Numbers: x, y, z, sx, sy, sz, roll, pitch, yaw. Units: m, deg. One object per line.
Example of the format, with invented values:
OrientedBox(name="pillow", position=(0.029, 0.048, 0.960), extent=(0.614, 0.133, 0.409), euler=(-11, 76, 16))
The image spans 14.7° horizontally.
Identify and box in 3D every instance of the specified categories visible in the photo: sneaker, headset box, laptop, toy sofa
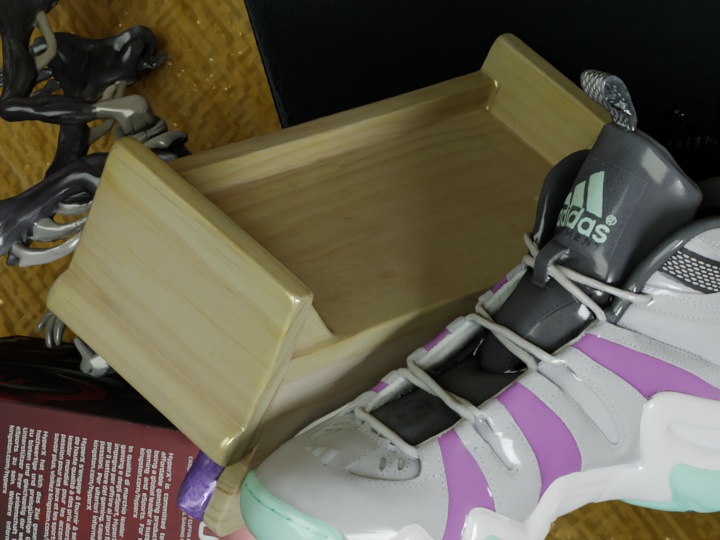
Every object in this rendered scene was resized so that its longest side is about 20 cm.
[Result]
OrientedBox(name="sneaker", position=(0.053, 0.010, 0.821), extent=(0.078, 0.200, 0.140), euler=(31, 123, 43))
OrientedBox(name="headset box", position=(-0.073, 0.076, 0.970), extent=(0.200, 0.149, 0.075), euler=(8, 96, 24))
OrientedBox(name="laptop", position=(0.057, -0.135, 0.974), extent=(0.187, 0.116, 0.200), euler=(-3, 65, 23))
OrientedBox(name="toy sofa", position=(0.000, 0.000, 0.886), extent=(0.083, 0.200, 0.098), euler=(41, 127, 25))

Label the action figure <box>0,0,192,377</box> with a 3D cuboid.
OrientedBox(name="action figure", position=(-0.092, -0.016, 0.969), extent=(0.102, 0.119, 0.200), euler=(-32, 52, 6))
